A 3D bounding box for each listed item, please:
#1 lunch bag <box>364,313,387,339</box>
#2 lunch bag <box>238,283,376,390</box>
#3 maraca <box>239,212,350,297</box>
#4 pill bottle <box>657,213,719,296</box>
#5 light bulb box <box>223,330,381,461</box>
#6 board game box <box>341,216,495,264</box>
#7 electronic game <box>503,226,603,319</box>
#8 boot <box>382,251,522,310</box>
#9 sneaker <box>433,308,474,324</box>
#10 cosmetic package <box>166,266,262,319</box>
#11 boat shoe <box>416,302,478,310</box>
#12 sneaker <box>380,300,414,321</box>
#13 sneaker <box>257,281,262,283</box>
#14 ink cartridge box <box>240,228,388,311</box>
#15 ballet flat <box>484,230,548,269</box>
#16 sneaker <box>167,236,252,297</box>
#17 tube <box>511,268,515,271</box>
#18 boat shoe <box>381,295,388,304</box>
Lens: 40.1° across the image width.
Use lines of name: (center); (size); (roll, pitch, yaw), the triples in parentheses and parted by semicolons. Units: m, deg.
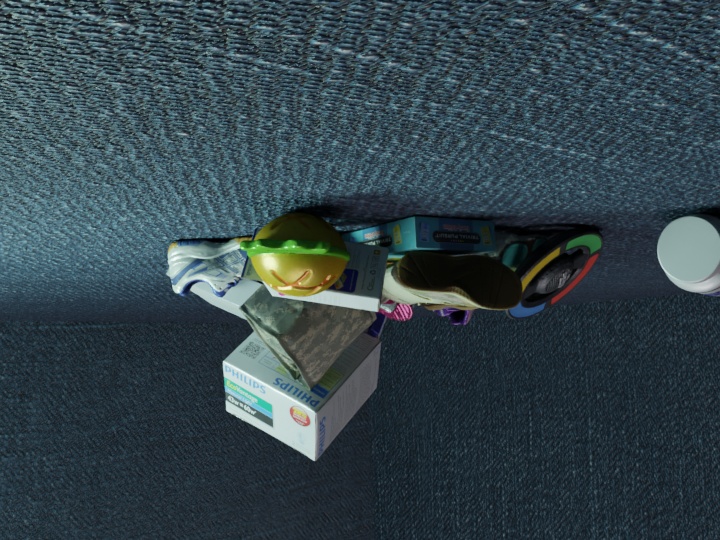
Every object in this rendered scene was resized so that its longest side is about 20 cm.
lunch bag: (-0.018, 0.071, 1.814); (0.198, 0.172, 0.124); (-12, 137, 44)
lunch bag: (-0.071, 0.074, 1.517); (0.117, 0.164, 0.201); (33, 163, 35)
maraca: (-0.083, -0.023, 1.267); (0.134, 0.109, 0.200); (-3, 174, 8)
pill bottle: (0.518, -0.024, 1.485); (0.114, 0.118, 0.199); (-6, 173, 31)
light bulb box: (-0.098, 0.178, 1.670); (0.196, 0.127, 0.200); (24, -135, 23)
board game box: (0.081, -0.040, 1.476); (0.149, 0.048, 0.199); (1, 173, -34)
electronic game: (0.311, 0.006, 1.591); (0.198, 0.042, 0.201); (-28, 150, -17)
boot: (0.125, 0.020, 1.454); (0.196, 0.074, 0.154); (10, 170, -16)
sneaker: (0.144, 0.028, 1.701); (0.080, 0.090, 0.200); (1, 149, 44)
cosmetic package: (-0.200, 0.042, 1.617); (0.197, 0.052, 0.151); (21, 171, 28)
boat shoe: (0.143, 0.019, 1.538); (0.070, 0.071, 0.198); (42, 147, -26)
sneaker: (0.026, 0.026, 1.694); (0.197, 0.089, 0.082); (10, 143, 38)
sneaker: (-0.122, 0.000, 1.728); (0.078, 0.075, 0.199); (-19, 172, 26)
ink cartridge box: (-0.062, -0.002, 1.383); (0.196, 0.096, 0.037); (10, 140, 2)
ballet flat: (0.251, -0.036, 1.586); (0.071, 0.073, 0.198); (-6, 171, 34)
sneaker: (-0.197, -0.003, 1.517); (0.195, 0.090, 0.075); (-4, 172, 7)
tube: (0.194, -0.020, 1.629); (0.197, 0.052, 0.058); (20, 125, -23)
boat shoe: (0.000, 0.000, 1.614); (0.062, 0.074, 0.199); (-23, -154, -30)
